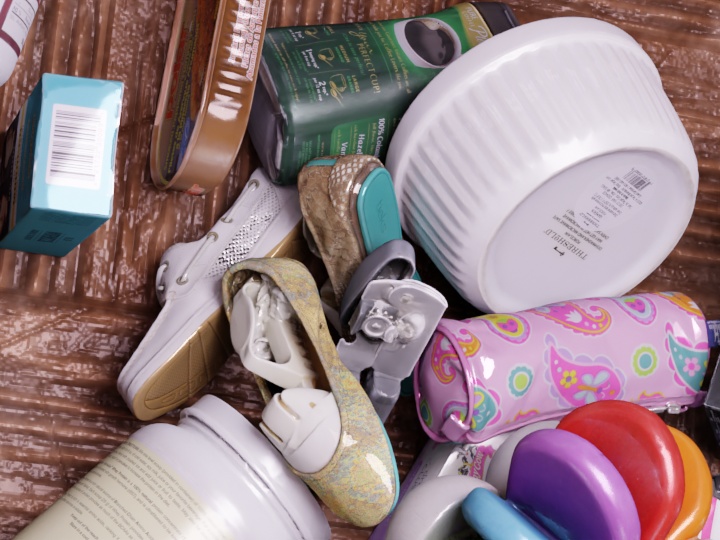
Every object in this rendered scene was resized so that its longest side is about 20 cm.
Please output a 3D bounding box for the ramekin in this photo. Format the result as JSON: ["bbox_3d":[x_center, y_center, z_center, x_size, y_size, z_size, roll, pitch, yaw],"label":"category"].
[{"bbox_3d":[0.125,-0.056,1.393,0.200,0.200,0.105,-15,50,-18],"label":"ramekin"}]

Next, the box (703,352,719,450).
[{"bbox_3d":[0.286,0.030,1.446,0.047,0.200,0.194,18,79,18],"label":"box"}]

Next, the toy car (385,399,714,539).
[{"bbox_3d":[0.127,0.151,1.244,0.200,0.150,0.175,-24,52,-38],"label":"toy car"}]

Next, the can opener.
[{"bbox_3d":[-0.001,0.063,1.377,0.053,0.200,0.067,14,44,-14],"label":"can opener"}]

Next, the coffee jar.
[{"bbox_3d":[0.025,-0.121,1.433,0.199,0.085,0.104,-9,49,-17],"label":"coffee jar"}]

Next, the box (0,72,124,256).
[{"bbox_3d":[-0.188,-0.062,1.311,0.049,0.200,0.083,7,82,-15],"label":"box"}]

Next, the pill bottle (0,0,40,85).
[{"bbox_3d":[-0.258,-0.186,1.351,0.113,0.113,0.200,22,77,-13],"label":"pill bottle"}]

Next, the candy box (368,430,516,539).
[{"bbox_3d":[0.127,0.178,1.443,0.200,0.072,0.168,35,75,-10],"label":"candy box"}]

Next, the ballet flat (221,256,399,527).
[{"bbox_3d":[-0.039,0.071,1.302,0.071,0.071,0.200,-11,54,-17],"label":"ballet flat"}]

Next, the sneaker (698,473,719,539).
[{"bbox_3d":[0.231,0.145,1.368,0.200,0.084,0.121,42,86,15],"label":"sneaker"}]

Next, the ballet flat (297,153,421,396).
[{"bbox_3d":[0.000,0.000,1.409,0.071,0.065,0.200,-47,141,-37],"label":"ballet flat"}]

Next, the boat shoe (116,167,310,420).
[{"bbox_3d":[-0.103,0.012,1.400,0.069,0.071,0.200,31,61,16],"label":"boat shoe"}]

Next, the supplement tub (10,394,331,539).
[{"bbox_3d":[-0.131,0.188,1.327,0.200,0.145,0.145,-41,96,-16],"label":"supplement tub"}]

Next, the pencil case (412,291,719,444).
[{"bbox_3d":[0.133,0.062,1.378,0.200,0.087,0.088,-5,85,-27],"label":"pencil case"}]

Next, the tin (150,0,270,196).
[{"bbox_3d":[-0.096,-0.147,1.397,0.042,0.112,0.201,14,80,-24],"label":"tin"}]
